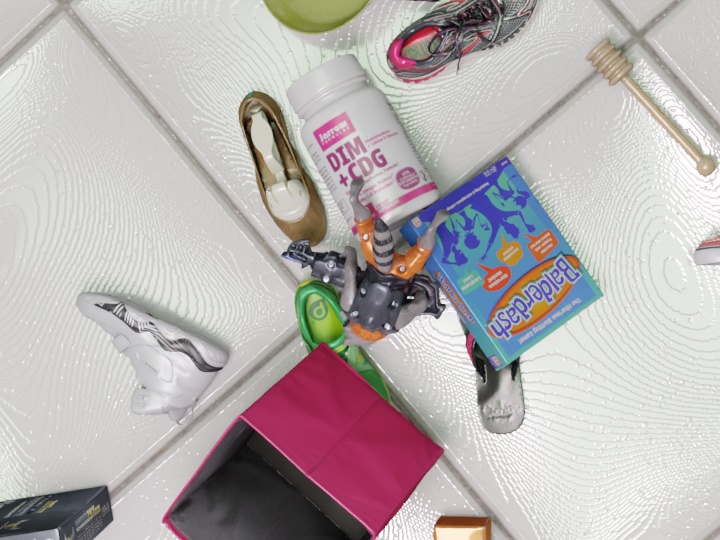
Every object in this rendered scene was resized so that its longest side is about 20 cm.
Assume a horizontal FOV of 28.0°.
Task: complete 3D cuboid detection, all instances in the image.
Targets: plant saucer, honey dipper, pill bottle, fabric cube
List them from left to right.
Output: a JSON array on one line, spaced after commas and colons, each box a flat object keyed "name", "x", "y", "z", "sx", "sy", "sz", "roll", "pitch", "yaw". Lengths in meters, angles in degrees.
[{"name": "fabric cube", "x": -0.062, "y": 0.242, "z": 1.622, "sx": 0.200, "sy": 0.199, "sz": 0.196, "roll": 41, "pitch": 122, "yaw": 6}, {"name": "plant saucer", "x": -0.039, "y": -0.376, "z": 1.704, "sx": 0.199, "sy": 0.031, "sz": 0.201, "roll": -1, "pitch": 88, "yaw": 35}, {"name": "pill bottle", "x": 0.000, "y": -0.143, "z": 1.689, "sx": 0.113, "sy": 0.113, "sz": 0.200, "roll": -30, "pitch": 86, "yaw": 6}, {"name": "honey dipper", "x": 0.344, "y": -0.188, "z": 1.684, "sx": 0.038, "sy": 0.038, "sz": 0.200, "roll": -44, "pitch": 87, "yaw": 5}]

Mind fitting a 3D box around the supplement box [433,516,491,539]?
[{"name": "supplement box", "x": 0.120, "y": 0.394, "z": 1.697, "sx": 0.066, "sy": 0.069, "sz": 0.201, "roll": -1, "pitch": 92, "yaw": 10}]

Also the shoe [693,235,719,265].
[{"name": "shoe", "x": 0.474, "y": -0.063, "z": 1.652, "sx": 0.199, "sy": 0.071, "sz": 0.091, "roll": -10, "pitch": 87, "yaw": 2}]

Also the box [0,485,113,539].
[{"name": "box", "x": -0.393, "y": 0.308, "z": 1.696, "sx": 0.157, "sy": 0.200, "sz": 0.051, "roll": -9, "pitch": 95, "yaw": 8}]

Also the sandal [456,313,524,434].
[{"name": "sandal", "x": 0.158, "y": 0.094, "z": 1.702, "sx": 0.075, "sy": 0.045, "sz": 0.201, "roll": -10, "pitch": 89, "yaw": 7}]

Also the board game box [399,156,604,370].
[{"name": "board game box", "x": 0.164, "y": -0.009, "z": 1.674, "sx": 0.152, "sy": 0.045, "sz": 0.200, "roll": -34, "pitch": 86, "yaw": -19}]

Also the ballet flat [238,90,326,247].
[{"name": "ballet flat", "x": -0.098, "y": -0.121, "z": 1.723, "sx": 0.068, "sy": 0.072, "sz": 0.201, "roll": -19, "pitch": 88, "yaw": 7}]

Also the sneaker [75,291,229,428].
[{"name": "sneaker", "x": -0.268, "y": 0.107, "z": 1.742, "sx": 0.199, "sy": 0.075, "sz": 0.115, "roll": 25, "pitch": 90, "yaw": 3}]

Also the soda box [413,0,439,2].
[{"name": "soda box", "x": 0.067, "y": -0.422, "z": 1.701, "sx": 0.063, "sy": 0.071, "sz": 0.201, "roll": 4, "pitch": 91, "yaw": 8}]

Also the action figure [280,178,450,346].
[{"name": "action figure", "x": 0.000, "y": 0.000, "z": 1.616, "sx": 0.199, "sy": 0.105, "sz": 0.194, "roll": 14, "pitch": 120, "yaw": 8}]

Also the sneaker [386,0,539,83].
[{"name": "sneaker", "x": 0.123, "y": -0.284, "z": 1.693, "sx": 0.200, "sy": 0.075, "sz": 0.081, "roll": -33, "pitch": 86, "yaw": 6}]

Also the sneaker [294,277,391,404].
[{"name": "sneaker", "x": -0.029, "y": 0.104, "z": 1.708, "sx": 0.074, "sy": 0.084, "sz": 0.201, "roll": -28, "pitch": 87, "yaw": 6}]
